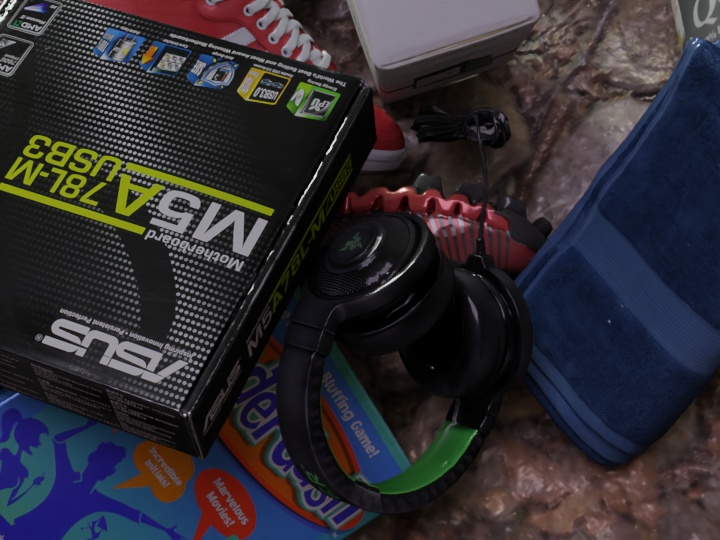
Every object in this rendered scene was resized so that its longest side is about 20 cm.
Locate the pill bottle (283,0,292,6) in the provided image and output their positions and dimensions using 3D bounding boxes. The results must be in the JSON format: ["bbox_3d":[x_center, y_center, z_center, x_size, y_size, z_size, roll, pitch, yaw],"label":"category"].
[{"bbox_3d":[-0.079,-0.226,0.935,0.112,0.113,0.201,0,64,13],"label":"pill bottle"}]

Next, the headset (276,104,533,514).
[{"bbox_3d":[0.022,0.014,0.741,0.094,0.123,0.200,14,78,49],"label":"headset"}]

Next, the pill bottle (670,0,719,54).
[{"bbox_3d":[0.224,-0.132,0.812,0.116,0.116,0.201,-10,61,8],"label":"pill bottle"}]

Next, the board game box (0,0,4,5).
[{"bbox_3d":[-0.266,-0.079,0.874,0.200,0.040,0.153,-9,67,46],"label":"board game box"}]

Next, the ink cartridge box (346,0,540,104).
[{"bbox_3d":[0.026,-0.174,0.810,0.084,0.200,0.146,-18,92,2],"label":"ink cartridge box"}]

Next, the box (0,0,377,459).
[{"bbox_3d":[-0.119,-0.031,0.716,0.200,0.048,0.193,18,57,17],"label":"box"}]

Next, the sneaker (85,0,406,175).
[{"bbox_3d":[-0.051,-0.134,0.824,0.200,0.071,0.113,25,112,-7],"label":"sneaker"}]

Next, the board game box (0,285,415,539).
[{"bbox_3d":[-0.092,0.095,0.760,0.200,0.045,0.152,-34,101,-5],"label":"board game box"}]

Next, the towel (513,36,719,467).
[{"bbox_3d":[0.146,-0.006,0.740,0.200,0.048,0.112,-54,56,29],"label":"towel"}]

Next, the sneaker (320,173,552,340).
[{"bbox_3d":[0.000,0.000,0.824,0.200,0.071,0.098,3,73,9],"label":"sneaker"}]

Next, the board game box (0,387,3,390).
[{"bbox_3d":[-0.219,-0.027,0.859,0.135,0.028,0.201,0,73,44],"label":"board game box"}]
